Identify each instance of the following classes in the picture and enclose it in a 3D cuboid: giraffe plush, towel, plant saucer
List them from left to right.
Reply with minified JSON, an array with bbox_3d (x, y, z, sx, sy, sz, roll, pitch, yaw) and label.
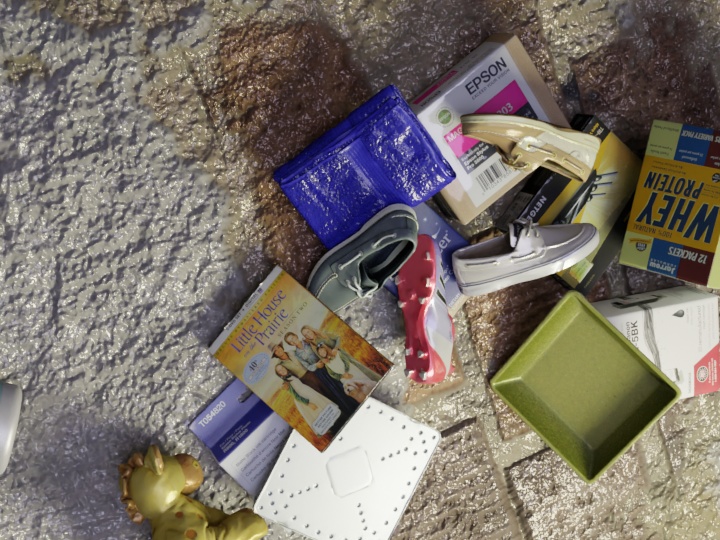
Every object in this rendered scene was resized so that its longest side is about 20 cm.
[{"bbox_3d":[-0.237,0.302,1.405,0.172,0.200,0.163,-33,77,19],"label":"giraffe plush"},{"bbox_3d":[0.004,-0.119,1.410,0.199,0.050,0.148,-34,105,17],"label":"towel"},{"bbox_3d":[0.309,0.154,1.533,0.200,0.048,0.200,44,120,12],"label":"plant saucer"}]

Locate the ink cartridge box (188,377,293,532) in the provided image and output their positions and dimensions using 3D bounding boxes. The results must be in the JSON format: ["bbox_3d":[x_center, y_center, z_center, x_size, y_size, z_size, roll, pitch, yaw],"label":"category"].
[{"bbox_3d":[-0.092,0.211,1.486,0.200,0.041,0.200,-44,109,-6],"label":"ink cartridge box"}]

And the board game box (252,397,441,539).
[{"bbox_3d":[-0.018,0.264,1.485,0.199,0.026,0.202,28,89,-21],"label":"board game box"}]

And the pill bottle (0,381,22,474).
[{"bbox_3d":[-0.506,0.171,1.309,0.198,0.111,0.112,14,96,-20],"label":"pill bottle"}]

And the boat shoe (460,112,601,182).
[{"bbox_3d":[0.216,-0.156,1.420,0.198,0.074,0.067,9,91,-19],"label":"boat shoe"}]

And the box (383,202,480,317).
[{"bbox_3d":[0.071,-0.023,1.501,0.200,0.032,0.122,40,87,-19],"label":"box"}]

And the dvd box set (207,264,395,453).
[{"bbox_3d":[-0.076,0.111,1.428,0.200,0.029,0.147,41,90,9],"label":"dvd box set"}]

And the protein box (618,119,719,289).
[{"bbox_3d":[0.476,-0.083,1.522,0.199,0.134,0.201,5,100,-49],"label":"protein box"}]

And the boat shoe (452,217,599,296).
[{"bbox_3d":[0.215,-0.032,1.474,0.198,0.071,0.070,-18,117,7],"label":"boat shoe"}]

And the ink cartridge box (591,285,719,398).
[{"bbox_3d":[0.409,0.114,1.606,0.198,0.083,0.149,-10,103,-16],"label":"ink cartridge box"}]

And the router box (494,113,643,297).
[{"bbox_3d":[0.306,-0.090,1.552,0.157,0.052,0.201,37,88,-20],"label":"router box"}]

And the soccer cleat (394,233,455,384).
[{"bbox_3d":[0.092,0.050,1.480,0.076,0.066,0.203,-10,101,-46],"label":"soccer cleat"}]

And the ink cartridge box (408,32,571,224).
[{"bbox_3d":[0.158,-0.187,1.475,0.199,0.075,0.165,-39,110,-6],"label":"ink cartridge box"}]

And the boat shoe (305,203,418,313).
[{"bbox_3d":[0.000,0.000,1.427,0.072,0.062,0.200,29,119,-34],"label":"boat shoe"}]
